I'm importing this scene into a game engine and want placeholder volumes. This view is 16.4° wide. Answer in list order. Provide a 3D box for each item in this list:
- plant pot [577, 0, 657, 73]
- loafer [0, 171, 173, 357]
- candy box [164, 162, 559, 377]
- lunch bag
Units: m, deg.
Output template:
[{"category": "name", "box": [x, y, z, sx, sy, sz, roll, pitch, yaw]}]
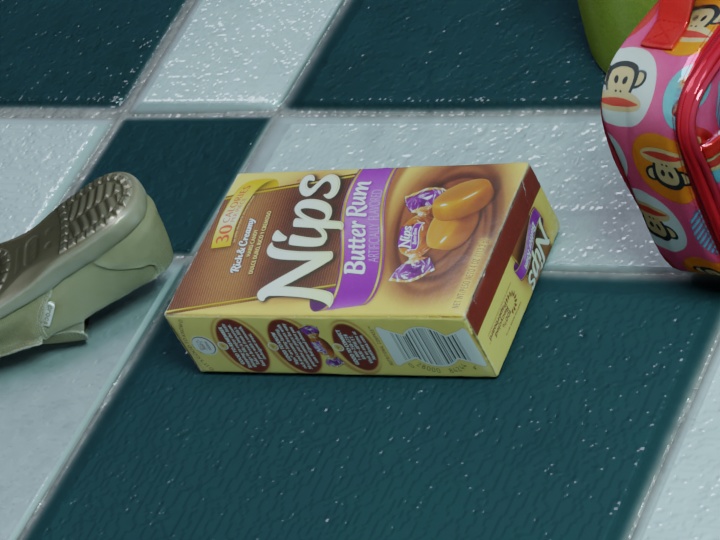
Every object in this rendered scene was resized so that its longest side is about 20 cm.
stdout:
[{"category": "plant pot", "box": [0.187, -0.237, 1.450, 0.186, 0.200, 0.188, -17, 39, 15]}, {"category": "loafer", "box": [-0.194, 0.017, 1.516, 0.200, 0.068, 0.076, -30, 33, 26]}, {"category": "candy box", "box": [0.000, 0.000, 1.421, 0.199, 0.057, 0.117, -2, 46, 32]}, {"category": "lunch bag", "box": [0.211, -0.111, 1.314, 0.082, 0.177, 0.200, 16, 57, 42]}]
